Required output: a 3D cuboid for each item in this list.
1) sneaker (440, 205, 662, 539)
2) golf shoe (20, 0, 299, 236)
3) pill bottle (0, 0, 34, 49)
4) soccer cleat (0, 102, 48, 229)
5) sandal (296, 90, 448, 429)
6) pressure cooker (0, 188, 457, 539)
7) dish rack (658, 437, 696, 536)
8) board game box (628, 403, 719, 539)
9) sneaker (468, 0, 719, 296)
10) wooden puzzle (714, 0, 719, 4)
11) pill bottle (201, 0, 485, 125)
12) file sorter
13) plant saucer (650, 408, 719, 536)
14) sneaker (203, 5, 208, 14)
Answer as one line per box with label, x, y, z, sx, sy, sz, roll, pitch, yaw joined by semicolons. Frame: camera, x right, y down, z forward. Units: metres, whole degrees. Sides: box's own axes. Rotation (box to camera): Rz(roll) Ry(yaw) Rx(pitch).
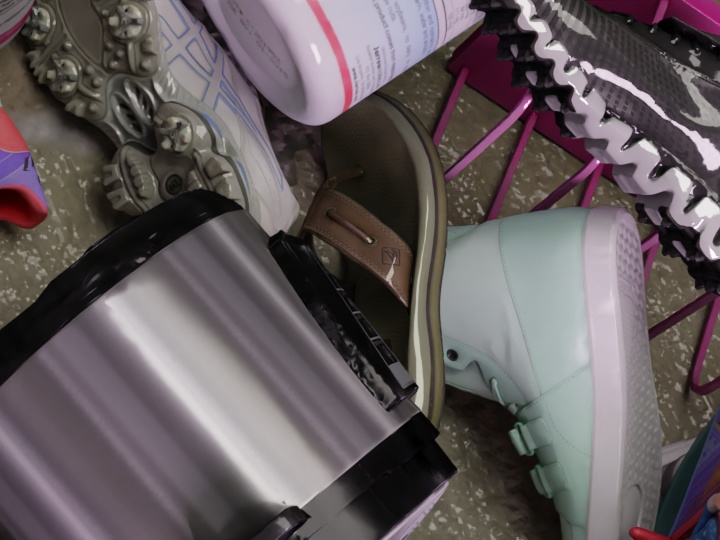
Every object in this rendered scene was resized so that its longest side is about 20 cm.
sneaker;0.080;0.069;1.093;0.074;0.118;0.201;-19;106;-65
golf shoe;-0.096;-0.092;1.077;0.097;0.078;0.200;-1;63;-59
pill bottle;-0.180;-0.185;0.967;0.113;0.200;0.114;9;59;-15
soccer cleat;-0.218;-0.017;0.951;0.200;0.068;0.073;-33;89;-41
sandal;0.001;0.000;1.063;0.057;0.080;0.202;12;60;-29
pressure cooker;-0.059;0.090;0.916;0.200;0.179;0.176;49;40;7
dish rack;0.246;0.149;1.159;0.200;0.044;0.172;-13;72;-37
board game box;0.156;0.130;1.005;0.039;0.158;0.201;20;92;-18
sneaker;0.132;-0.087;1.023;0.090;0.066;0.200;-44;103;-7
wooden puzzle;0.177;-0.189;1.303;0.185;0.046;0.200;33;57;-12
pill bottle;0.027;-0.164;1.063;0.200;0.109;0.109;-35;85;-16
file sorter;0.144;-0.048;1.142;0.200;0.139;0.126;32;54;-13
plant saucer;0.189;0.142;1.024;0.036;0.200;0.200;21;55;-18
sneaker;-0.071;-0.175;1.105;0.200;0.073;0.082;25;52;-29
